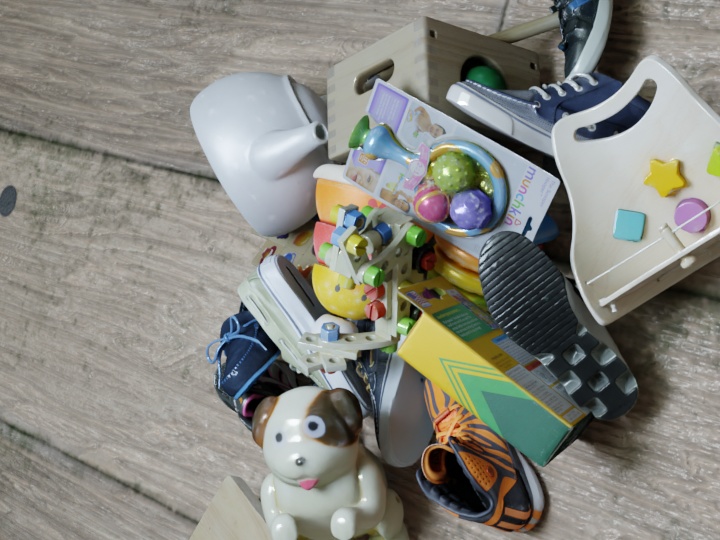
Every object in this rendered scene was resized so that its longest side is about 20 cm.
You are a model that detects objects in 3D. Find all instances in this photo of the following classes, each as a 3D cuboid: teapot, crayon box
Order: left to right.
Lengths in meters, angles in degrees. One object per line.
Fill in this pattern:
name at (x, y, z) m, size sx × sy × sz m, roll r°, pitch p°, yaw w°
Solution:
teapot at (-0.084, -0.144, 1.629) m, size 0.146 × 0.197 × 0.200 m, roll -30°, pitch 56°, yaw 6°
crayon box at (0.118, 0.089, 1.367) m, size 0.200 × 0.126 × 0.052 m, roll 39°, pitch 108°, yaw 15°

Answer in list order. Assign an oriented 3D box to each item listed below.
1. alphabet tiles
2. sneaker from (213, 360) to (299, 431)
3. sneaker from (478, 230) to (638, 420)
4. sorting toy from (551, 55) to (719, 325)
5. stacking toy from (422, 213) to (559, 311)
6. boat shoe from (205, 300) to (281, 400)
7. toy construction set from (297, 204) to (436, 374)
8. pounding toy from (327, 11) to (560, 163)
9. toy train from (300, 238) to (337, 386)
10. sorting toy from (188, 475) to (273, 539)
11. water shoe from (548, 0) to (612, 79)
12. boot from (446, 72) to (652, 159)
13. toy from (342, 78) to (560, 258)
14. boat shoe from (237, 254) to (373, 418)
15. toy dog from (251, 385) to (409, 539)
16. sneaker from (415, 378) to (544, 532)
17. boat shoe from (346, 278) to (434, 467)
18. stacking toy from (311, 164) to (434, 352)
alphabet tiles at (-0.035, -0.057, 1.656) m, size 0.200 × 0.006 × 0.167 m, roll 23°, pitch 75°, yaw 45°
sneaker at (-0.108, 0.144, 1.659) m, size 0.200 × 0.086 × 0.081 m, roll 22°, pitch 93°, yaw 46°
sneaker at (0.173, 0.043, 1.347) m, size 0.074 × 0.200 × 0.089 m, roll -34°, pitch 13°, yaw 13°
sorting toy at (0.258, -0.083, 1.298) m, size 0.200 × 0.107 × 0.180 m, roll -35°, pitch 83°, yaw 33°
stacking toy at (0.103, 0.014, 1.479) m, size 0.116 × 0.110 × 0.200 m, roll 32°, pitch 113°, yaw 22°
boat shoe at (-0.131, 0.082, 1.634) m, size 0.084 × 0.069 × 0.200 m, roll -44°, pitch 9°, yaw 12°
toy construction set at (0.008, 0.021, 1.417) m, size 0.092 × 0.131 × 0.200 m, roll 37°, pitch 133°, yaw 25°
pounding toy at (0.098, -0.188, 1.494) m, size 0.200 × 0.184 × 0.143 m, roll -21°, pitch 65°, yaw 49°
toy train at (-0.043, 0.048, 1.649) m, size 0.034 × 0.046 × 0.201 m, roll -21°, pitch 65°, yaw 40°
sorting toy at (-0.119, 0.365, 1.624) m, size 0.200 × 0.069 × 0.199 m, roll 44°, pitch 111°, yaw 41°
water shoe at (0.204, -0.272, 1.449) m, size 0.072 × 0.079 × 0.201 m, roll 113°, pitch 169°, yaw -71°
boot at (0.183, -0.154, 1.389) m, size 0.091 × 0.200 × 0.073 m, roll -64°, pitch 17°, yaw 5°
toy at (0.072, -0.080, 1.378) m, size 0.200 × 0.047 × 0.115 m, roll 33°, pitch 125°, yaw 18°
boat shoe at (-0.055, 0.077, 1.587) m, size 0.062 × 0.072 × 0.200 m, roll -35°, pitch 85°, yaw 23°
toy dog at (-0.029, 0.199, 1.480) m, size 0.139 × 0.200 × 0.194 m, roll 0°, pitch 48°, yaw 21°
sneaker at (0.095, 0.162, 1.433) m, size 0.078 × 0.112 × 0.200 m, roll -51°, pitch 47°, yaw 22°
boat shoe at (0.029, 0.108, 1.551) m, size 0.091 × 0.071 × 0.201 m, roll -11°, pitch 64°, yaw 43°
stacking toy at (0.000, 0.000, 1.518) m, size 0.146 × 0.146 × 0.201 m, roll 15°, pitch 89°, yaw 46°
